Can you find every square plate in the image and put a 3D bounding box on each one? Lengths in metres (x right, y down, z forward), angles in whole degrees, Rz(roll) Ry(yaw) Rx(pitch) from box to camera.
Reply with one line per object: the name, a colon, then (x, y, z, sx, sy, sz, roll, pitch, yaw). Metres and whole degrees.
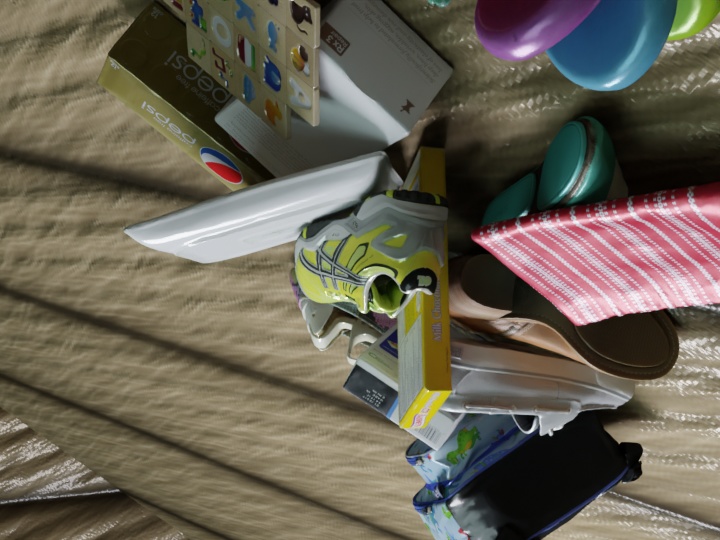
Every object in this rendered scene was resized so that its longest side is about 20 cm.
square plate: (-0.065, -0.042, 1.108, 0.198, 0.199, 0.029, 31, -137, -83)

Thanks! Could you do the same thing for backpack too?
backpack: (0.134, 0.188, 1.341, 0.147, 0.183, 0.200, 55, 162, 6)

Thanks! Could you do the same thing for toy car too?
toy car: (0.102, -0.177, 0.721, 0.200, 0.150, 0.175, 46, 154, -23)

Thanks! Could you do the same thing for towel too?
towel: (0.195, -0.007, 0.978, 0.199, 0.023, 0.144, -9, 147, 39)

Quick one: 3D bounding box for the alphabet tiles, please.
alphabet tiles: (-0.090, -0.193, 1.022, 0.200, 0.006, 0.167, 42, 146, 34)

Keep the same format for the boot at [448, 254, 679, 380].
boot: (0.152, 0.036, 1.171, 0.199, 0.074, 0.155, 24, 171, -6)

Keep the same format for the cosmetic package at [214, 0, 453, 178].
cosmetic package: (-0.025, -0.132, 1.078, 0.102, 0.074, 0.200, 42, 154, -14)

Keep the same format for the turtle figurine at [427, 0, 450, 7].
turtle figurine: (-0.006, -0.230, 0.827, 0.199, 0.101, 0.150, 29, -171, -23)

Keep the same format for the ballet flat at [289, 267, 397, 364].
ballet flat: (-0.003, 0.057, 1.404, 0.199, 0.071, 0.069, 25, 155, 24)

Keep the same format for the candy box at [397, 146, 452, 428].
candy box: (0.049, 0.014, 1.117, 0.026, 0.201, 0.102, 3, 158, -7)

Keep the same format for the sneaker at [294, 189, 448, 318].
sneaker: (0.000, 0.000, 1.082, 0.075, 0.077, 0.200, 7, 162, -22)

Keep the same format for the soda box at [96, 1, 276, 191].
soda box: (-0.125, -0.133, 1.213, 0.200, 0.068, 0.064, 38, 157, -6)

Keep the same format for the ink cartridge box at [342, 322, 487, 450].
ink cartridge box: (0.061, 0.088, 1.260, 0.099, 0.039, 0.200, 32, -159, 10)

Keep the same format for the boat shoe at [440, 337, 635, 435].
boat shoe: (0.147, 0.103, 1.192, 0.199, 0.069, 0.072, 11, -177, -38)

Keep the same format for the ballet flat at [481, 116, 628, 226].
ballet flat: (0.151, -0.054, 1.015, 0.070, 0.068, 0.200, 14, 160, -11)
